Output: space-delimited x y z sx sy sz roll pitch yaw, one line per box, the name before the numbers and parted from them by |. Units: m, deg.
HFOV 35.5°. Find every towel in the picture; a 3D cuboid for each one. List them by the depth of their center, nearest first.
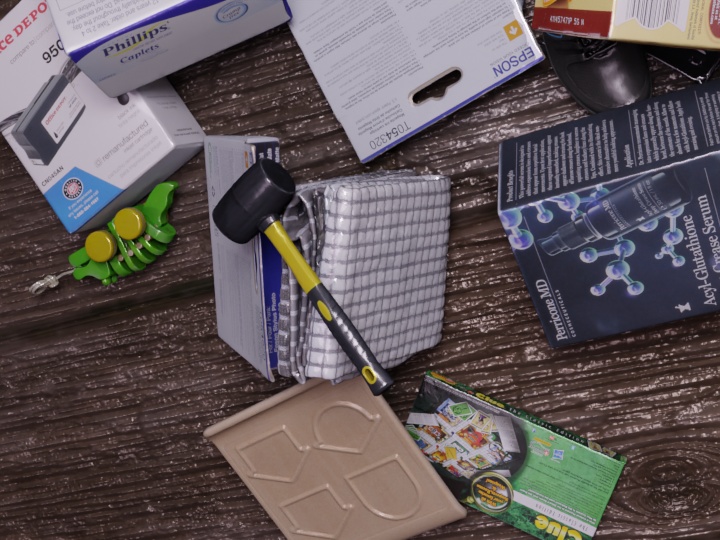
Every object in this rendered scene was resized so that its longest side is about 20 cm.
towel | 0.000 0.000 0.961 0.085 0.199 0.167 12 104 31

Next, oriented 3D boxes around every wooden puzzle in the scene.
wooden puzzle | -0.022 0.183 1.059 0.184 0.046 0.200 -27 110 29

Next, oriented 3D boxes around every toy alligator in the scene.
toy alligator | -0.242 -0.014 1.105 0.199 0.059 0.054 -35 89 19

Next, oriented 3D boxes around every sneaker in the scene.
sneaker | 0.174 -0.211 0.911 0.073 0.082 0.201 -28 90 12

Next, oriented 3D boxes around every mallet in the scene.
mallet | -0.046 0.014 0.852 0.066 0.041 0.201 -35 77 27

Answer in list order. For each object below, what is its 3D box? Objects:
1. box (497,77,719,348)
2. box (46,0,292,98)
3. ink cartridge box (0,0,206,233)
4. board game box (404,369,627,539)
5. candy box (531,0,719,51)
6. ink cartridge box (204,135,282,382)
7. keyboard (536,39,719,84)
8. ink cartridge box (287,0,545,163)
box | 0.226 -0.045 0.906 0.198 0.107 0.149 -15 124 19
box | -0.182 -0.281 0.963 0.183 0.105 0.201 -23 74 1
ink cartridge box | -0.265 -0.160 1.072 0.144 0.084 0.201 -36 88 18
board game box | 0.135 0.179 1.047 0.199 0.023 0.106 24 105 11
candy box | 0.243 -0.194 0.835 0.198 0.115 0.056 1 105 -20
ink cartridge box | -0.094 -0.019 0.997 0.040 0.200 0.202 -6 101 -18
keyboard | 0.212 -0.216 0.953 0.199 0.021 0.128 33 102 10
ink cartridge box | 0.037 -0.227 0.984 0.195 0.043 0.201 -27 93 26
